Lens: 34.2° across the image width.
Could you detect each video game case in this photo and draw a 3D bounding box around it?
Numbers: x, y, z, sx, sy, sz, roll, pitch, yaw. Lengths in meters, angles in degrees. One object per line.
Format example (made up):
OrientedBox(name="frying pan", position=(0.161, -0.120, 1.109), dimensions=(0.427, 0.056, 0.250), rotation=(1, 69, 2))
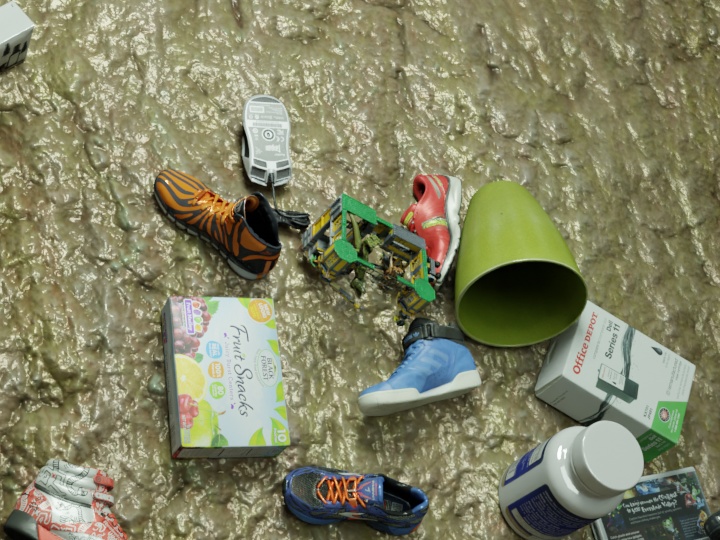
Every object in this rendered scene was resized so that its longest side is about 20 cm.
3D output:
OrientedBox(name="video game case", position=(0.418, 0.378, 1.636), dimensions=(0.198, 0.023, 0.183), rotation=(-5, 67, -26))

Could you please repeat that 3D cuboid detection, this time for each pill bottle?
OrientedBox(name="pill bottle", position=(0.274, 0.271, 1.517), dimensions=(0.119, 0.200, 0.121), rotation=(11, 60, -19))

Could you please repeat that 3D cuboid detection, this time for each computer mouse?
OrientedBox(name="computer mouse", position=(-0.130, -0.152, 1.656), dimensions=(0.109, 0.044, 0.202), rotation=(2, 69, -19))

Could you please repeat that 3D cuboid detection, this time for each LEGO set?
OrientedBox(name="LEGO set", position=(0.000, 0.000, 1.588), dimensions=(0.199, 0.116, 0.155), rotation=(20, 44, -32))

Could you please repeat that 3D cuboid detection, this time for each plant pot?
OrientedBox(name="plant pot", position=(0.213, -0.027, 1.680), dimensions=(0.186, 0.188, 0.201), rotation=(11, 46, -19))

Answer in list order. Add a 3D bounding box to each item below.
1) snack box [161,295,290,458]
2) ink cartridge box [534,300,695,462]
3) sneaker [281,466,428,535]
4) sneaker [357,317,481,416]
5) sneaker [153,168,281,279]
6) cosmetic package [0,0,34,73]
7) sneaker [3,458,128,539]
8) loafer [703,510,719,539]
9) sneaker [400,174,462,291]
OrientedBox(name="snack box", position=(-0.171, 0.133, 1.476), dimensions=(0.141, 0.053, 0.202), rotation=(3, 63, -25))
OrientedBox(name="ink cartridge box", position=(0.369, 0.159, 1.693), dimensions=(0.199, 0.083, 0.147), rotation=(30, 55, -6))
OrientedBox(name="sneaker", position=(-0.002, 0.278, 1.460), dimensions=(0.198, 0.078, 0.076), rotation=(10, 59, -20))
OrientedBox(name="sneaker", position=(0.067, 0.124, 1.574), dimensions=(0.199, 0.077, 0.112), rotation=(-10, 74, -33))
OrientedBox(name="sneaker", position=(-0.180, -0.083, 1.551), dimensions=(0.200, 0.112, 0.078), rotation=(38, 54, -2))
OrientedBox(name="cosmetic package", position=(-0.518, -0.268, 1.513), dimensions=(0.051, 0.083, 0.200), rotation=(46, 56, 5))
OrientedBox(name="sneaker", position=(-0.290, 0.292, 1.327), dimensions=(0.200, 0.067, 0.108), rotation=(29, 58, -5))
OrientedBox(name="loafer", position=(0.552, 0.342, 1.684), dimensions=(0.199, 0.068, 0.071), rotation=(-5, 51, -41))
OrientedBox(name="sneaker", position=(0.098, -0.056, 1.700), dimensions=(0.084, 0.077, 0.201), rotation=(10, 53, -7))
